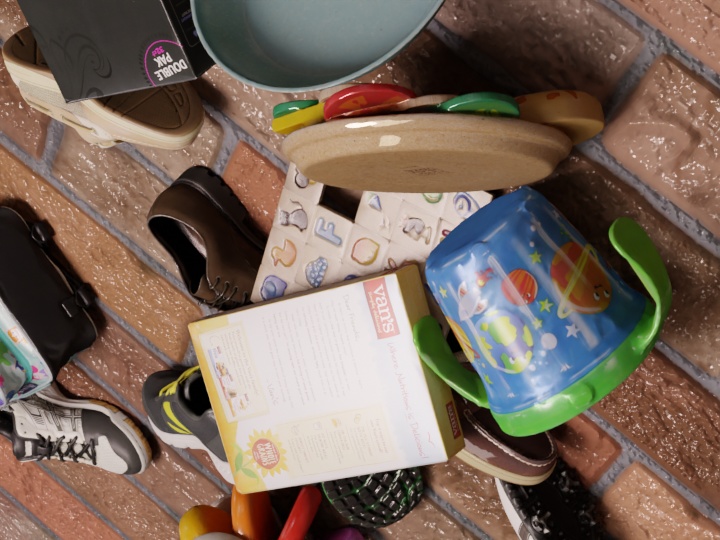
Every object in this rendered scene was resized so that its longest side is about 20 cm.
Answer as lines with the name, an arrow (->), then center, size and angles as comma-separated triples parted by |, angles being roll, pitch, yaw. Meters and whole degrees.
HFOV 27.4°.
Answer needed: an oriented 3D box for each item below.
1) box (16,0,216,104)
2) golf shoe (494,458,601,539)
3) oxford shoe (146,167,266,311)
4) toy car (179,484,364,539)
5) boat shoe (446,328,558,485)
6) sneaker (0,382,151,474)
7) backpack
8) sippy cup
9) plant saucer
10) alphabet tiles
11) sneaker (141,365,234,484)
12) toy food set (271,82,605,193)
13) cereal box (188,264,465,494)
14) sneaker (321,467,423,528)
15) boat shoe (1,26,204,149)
box -> -0.167, -0.240, 1.037 | 0.147, 0.124, 0.201 | -2, 121, 40
golf shoe -> 0.155, 0.229, 1.178 | 0.094, 0.078, 0.201 | -30, 100, 47
oxford shoe -> -0.100, 0.015, 1.209 | 0.200, 0.084, 0.073 | 44, 135, 0
toy car -> -0.067, 0.274, 1.347 | 0.150, 0.175, 0.200 | -39, 95, 11
boat shoe -> 0.078, 0.080, 1.131 | 0.200, 0.072, 0.072 | 44, 137, 12
sneaker -> -0.304, 0.169, 1.481 | 0.198, 0.088, 0.076 | 21, 130, 22
backpack -> -0.371, 0.051, 1.407 | 0.199, 0.151, 0.178 | -18, 111, 49
sippy cup -> 0.115, 0.020, 1.005 | 0.177, 0.140, 0.131 | -37, 99, 7
plant saucer -> -0.015, -0.197, 0.938 | 0.198, 0.202, 0.036 | 12, 165, 30
alphabet tiles -> 0.000, 0.000, 1.119 | 0.166, 0.008, 0.202 | 27, 114, 22
sneaker -> -0.137, 0.113, 1.292 | 0.199, 0.074, 0.085 | 20, 140, 51
toy food set -> 0.043, -0.088, 0.966 | 0.199, 0.196, 0.049 | -7, 81, 52
cereal box -> -0.028, 0.087, 1.128 | 0.198, 0.039, 0.145 | -13, 95, 31
sneaker -> -0.019, 0.138, 1.257 | 0.078, 0.085, 0.200 | -38, 110, 6
boat shoe -> -0.204, -0.136, 1.188 | 0.199, 0.072, 0.065 | 23, 142, 25
